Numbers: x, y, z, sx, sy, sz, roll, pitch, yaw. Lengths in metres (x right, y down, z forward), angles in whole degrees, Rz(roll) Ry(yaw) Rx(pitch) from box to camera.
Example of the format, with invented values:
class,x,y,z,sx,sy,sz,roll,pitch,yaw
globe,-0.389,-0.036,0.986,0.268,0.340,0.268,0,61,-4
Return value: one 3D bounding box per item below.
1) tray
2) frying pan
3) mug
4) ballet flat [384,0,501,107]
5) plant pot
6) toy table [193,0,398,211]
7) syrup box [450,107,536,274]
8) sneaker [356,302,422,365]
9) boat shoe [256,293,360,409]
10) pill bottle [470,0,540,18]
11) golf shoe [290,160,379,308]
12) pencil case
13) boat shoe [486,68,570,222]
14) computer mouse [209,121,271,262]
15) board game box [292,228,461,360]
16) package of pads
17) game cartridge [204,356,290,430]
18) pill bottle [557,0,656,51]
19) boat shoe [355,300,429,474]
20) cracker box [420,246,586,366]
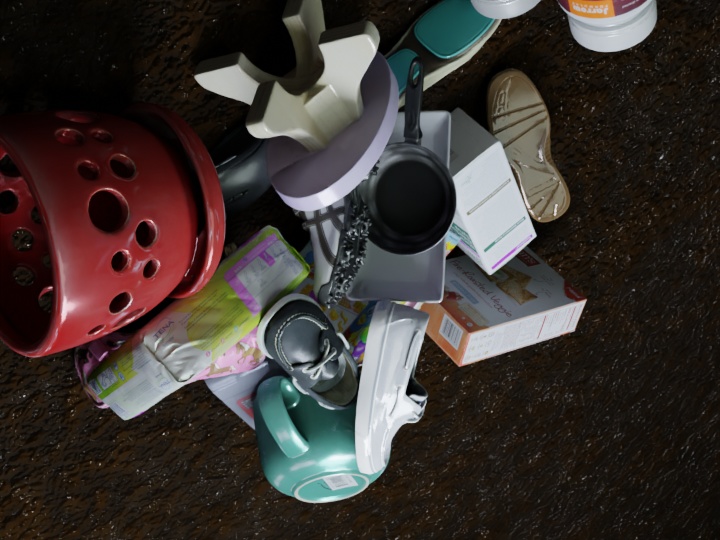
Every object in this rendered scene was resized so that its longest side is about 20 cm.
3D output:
class,x,y,z,sx,sy,sz,roll,pitch,yaw
tray,0.041,-0.067,1.270,0.022,0.107,0.200,18,74,-74
frying pan,0.037,-0.110,1.231,0.115,0.190,0.031,-13,-179,25
mug,-0.055,0.195,1.381,0.185,0.115,0.152,7,146,-31
ballet flat,0.065,-0.219,1.259,0.200,0.069,0.069,-37,142,-6
plant pot,-0.229,-0.042,1.040,0.182,0.200,0.201,-15,134,-38
toy table,-0.049,-0.167,1.121,0.184,0.200,0.117,-17,136,19
syrup box,0.134,-0.089,1.421,0.081,0.079,0.200,-39,143,-7
sneaker,0.020,0.036,1.440,0.090,0.075,0.200,-12,132,-42
boat shoe,-0.043,0.084,1.207,0.076,0.060,0.200,-47,154,-3
pill bottle,0.116,-0.334,1.146,0.111,0.111,0.200,-41,143,-4
golf shoe,-0.038,-0.065,1.218,0.078,0.094,0.200,-3,101,-76
pencil case,-0.198,0.086,1.284,0.200,0.086,0.083,-11,102,-36
boat shoe,0.191,-0.153,1.426,0.072,0.072,0.200,-26,121,4
computer mouse,-0.136,-0.059,1.230,0.200,0.046,0.140,-37,142,-9
board game box,0.000,0.000,1.345,0.200,0.105,0.103,-49,160,8
package of pads,-0.154,0.051,1.173,0.200,0.068,0.154,-43,-174,-37
game cartridge,-0.085,0.140,1.441,0.133,0.041,0.200,-28,143,7
pill bottle,0.254,-0.333,1.270,0.114,0.114,0.200,-37,142,-9
boat shoe,0.037,0.128,1.273,0.072,0.068,0.200,-52,151,-71
cracker box,0.166,0.038,1.525,0.200,0.134,0.058,-13,133,-35
